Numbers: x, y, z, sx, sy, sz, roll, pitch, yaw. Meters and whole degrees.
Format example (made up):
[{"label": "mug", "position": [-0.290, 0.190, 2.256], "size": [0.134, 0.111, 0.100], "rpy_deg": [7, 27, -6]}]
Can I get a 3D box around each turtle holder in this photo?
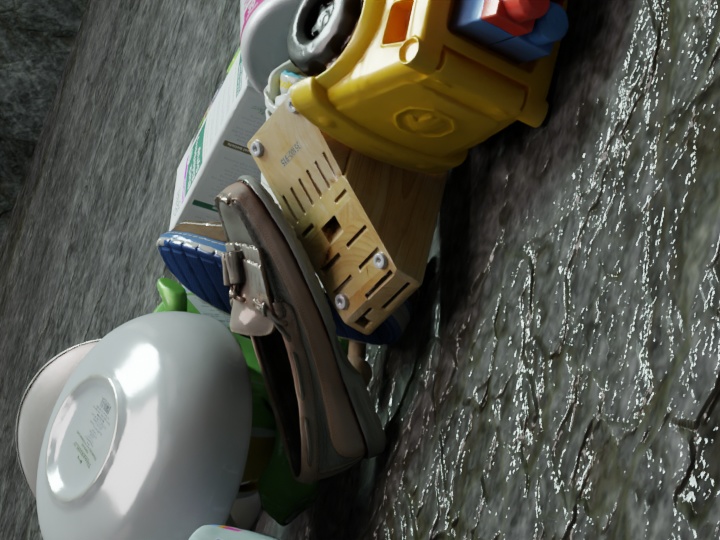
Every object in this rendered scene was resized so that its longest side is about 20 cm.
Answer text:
[{"label": "turtle holder", "position": [-0.075, 0.093, 1.568], "size": [0.141, 0.185, 0.132], "rpy_deg": [-17, -51, -56]}]

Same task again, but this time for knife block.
[{"label": "knife block", "position": [0.025, -0.070, 1.446], "size": [0.064, 0.176, 0.200], "rpy_deg": [-46, 66, 42]}]

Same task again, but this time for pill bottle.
[{"label": "pill bottle", "position": [-0.038, -0.219, 1.761], "size": [0.200, 0.113, 0.113], "rpy_deg": [-95, 26, -54]}]

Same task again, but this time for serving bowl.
[{"label": "serving bowl", "position": [-0.154, 0.116, 1.457], "size": [0.200, 0.066, 0.200], "rpy_deg": [-30, 49, 42]}]

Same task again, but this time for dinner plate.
[{"label": "dinner plate", "position": [-0.169, 0.145, 1.696], "size": [0.200, 0.200, 0.024], "rpy_deg": [-66, -5, 27]}]

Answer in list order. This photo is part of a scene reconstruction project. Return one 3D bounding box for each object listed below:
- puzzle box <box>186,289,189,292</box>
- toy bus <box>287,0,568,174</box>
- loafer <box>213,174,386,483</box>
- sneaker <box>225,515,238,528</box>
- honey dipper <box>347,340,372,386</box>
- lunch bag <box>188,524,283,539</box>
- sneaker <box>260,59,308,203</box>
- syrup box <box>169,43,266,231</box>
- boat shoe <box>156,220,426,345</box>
[{"label": "puzzle box", "position": [-0.148, 0.105, 1.758], "size": [0.133, 0.025, 0.200], "rpy_deg": [-98, 27, -58]}, {"label": "toy bus", "position": [0.066, -0.177, 1.341], "size": [0.192, 0.136, 0.200], "rpy_deg": [-17, 56, 57]}, {"label": "loafer", "position": [-0.049, 0.041, 1.409], "size": [0.200, 0.063, 0.072], "rpy_deg": [65, 164, -14]}, {"label": "sneaker", "position": [-0.107, 0.226, 1.536], "size": [0.200, 0.081, 0.147], "rpy_deg": [71, -153, -71]}, {"label": "honey dipper", "position": [0.000, 0.000, 1.534], "size": [0.038, 0.038, 0.200], "rpy_deg": [123, 159, -48]}, {"label": "lunch bag", "position": [-0.081, 0.258, 1.360], "size": [0.160, 0.077, 0.200], "rpy_deg": [35, -109, -70]}, {"label": "sneaker", "position": [-0.036, -0.095, 1.559], "size": [0.200, 0.081, 0.077], "rpy_deg": [-62, 29, 1]}, {"label": "syrup box", "position": [-0.093, -0.106, 1.908], "size": [0.200, 0.081, 0.079], "rpy_deg": [123, 159, -45]}, {"label": "boat shoe", "position": [-0.042, -0.004, 1.498], "size": [0.072, 0.200, 0.072], "rpy_deg": [-57, -33, -28]}]
